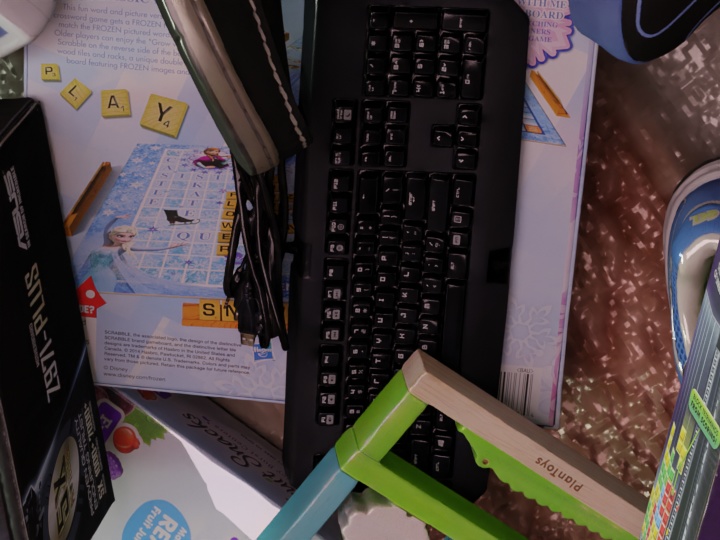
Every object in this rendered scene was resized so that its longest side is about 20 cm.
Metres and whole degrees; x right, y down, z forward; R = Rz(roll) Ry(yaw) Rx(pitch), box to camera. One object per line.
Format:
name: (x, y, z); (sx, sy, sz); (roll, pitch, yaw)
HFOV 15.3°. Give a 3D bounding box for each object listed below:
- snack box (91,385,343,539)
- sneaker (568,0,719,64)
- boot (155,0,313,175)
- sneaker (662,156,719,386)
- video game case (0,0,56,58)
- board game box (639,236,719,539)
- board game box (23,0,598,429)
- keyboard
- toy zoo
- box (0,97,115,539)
snack box: (-0.076, 0.127, 1.035); (0.200, 0.053, 0.142); (36, 108, 9)
sneaker: (0.140, -0.136, 0.833); (0.078, 0.070, 0.200); (47, 122, 28)
boot: (-0.004, -0.146, 0.849); (0.154, 0.073, 0.204); (-17, 84, -3)
sneaker: (0.148, 0.061, 0.937); (0.076, 0.077, 0.200); (-21, 96, 19)
video game case: (-0.223, -0.120, 0.931); (0.182, 0.023, 0.200); (41, 149, -22)
board game box: (0.203, 0.058, 0.869); (0.200, 0.057, 0.165); (7, 114, -11)
board game box: (-0.019, -0.047, 0.943); (0.200, 0.041, 0.200); (6, 116, 2)
keyboard: (0.000, 0.000, 0.920); (0.104, 0.040, 0.200); (4, 116, 2)
toy zoo: (0.010, 0.138, 0.965); (0.131, 0.020, 0.200); (33, 106, -20)
box: (-0.204, 0.032, 0.942); (0.200, 0.086, 0.164); (0, 115, 15)
